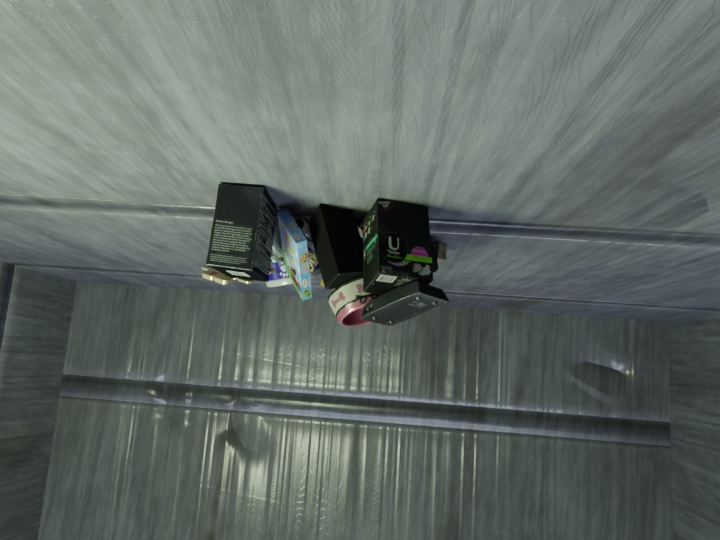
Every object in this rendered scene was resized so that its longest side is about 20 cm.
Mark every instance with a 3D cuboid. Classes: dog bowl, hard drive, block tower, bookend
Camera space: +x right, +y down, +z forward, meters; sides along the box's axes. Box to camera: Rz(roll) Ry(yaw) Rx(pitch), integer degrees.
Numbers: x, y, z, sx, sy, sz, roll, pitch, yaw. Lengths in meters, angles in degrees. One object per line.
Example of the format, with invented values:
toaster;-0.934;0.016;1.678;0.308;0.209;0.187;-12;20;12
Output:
dog bowl;0.013;0.086;1.446;0.195;0.075;0.201;-15;158;-6
hard drive;0.106;0.084;1.326;0.133;0.043;0.198;17;147;-42
dog bowl;-0.242;-0.005;1.876;0.195;0.081;0.200;-13;-174;1
block tower;0.202;-0.054;1.785;0.057;0.056;0.197;11;169;-40
bookend;-0.019;-0.067;1.433;0.195;0.204;0.092;-5;156;-32

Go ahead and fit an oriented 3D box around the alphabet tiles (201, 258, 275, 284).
alphabet tiles;-0.347;-0.008;1.520;0.192;0.015;0.199;15;-154;30

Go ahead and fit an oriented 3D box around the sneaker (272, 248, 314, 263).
sneaker;-0.232;-0.062;1.658;0.195;0.083;0.074;6;170;20

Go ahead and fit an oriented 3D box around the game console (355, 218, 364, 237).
game console;0.040;-0.063;1.512;0.195;0.181;0.031;-2;-162;27

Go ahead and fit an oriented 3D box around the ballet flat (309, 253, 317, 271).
ballet flat;-0.229;-0.048;1.737;0.195;0.065;0.076;15;143;-7

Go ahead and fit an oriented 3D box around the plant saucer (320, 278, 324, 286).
plant saucer;0.000;0.000;1.666;0.197;0.050;0.199;15;-143;37

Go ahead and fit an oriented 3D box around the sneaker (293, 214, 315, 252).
sneaker;-0.120;-0.084;1.506;0.199;0.076;0.115;39;178;23

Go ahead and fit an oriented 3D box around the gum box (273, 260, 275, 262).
gum box;-0.365;-0.065;1.865;0.194;0.046;0.170;3;-172;6

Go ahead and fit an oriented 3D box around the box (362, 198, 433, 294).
box;0.089;-0.054;1.335;0.145;0.205;0.125;8;154;-17

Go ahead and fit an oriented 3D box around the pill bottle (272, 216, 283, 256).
pill bottle;-0.318;-0.100;1.570;0.195;0.116;0.112;1;170;18

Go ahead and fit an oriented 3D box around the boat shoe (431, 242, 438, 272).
boat shoe;0.170;-0.069;1.706;0.074;0.095;0.198;-28;-142;-33

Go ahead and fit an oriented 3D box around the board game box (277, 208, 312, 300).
board game box;-0.180;-0.043;1.470;0.036;0.152;0.203;-17;134;-19

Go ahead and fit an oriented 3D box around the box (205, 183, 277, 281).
box;-0.294;-0.090;1.354;0.120;0.204;0.200;7;171;2
